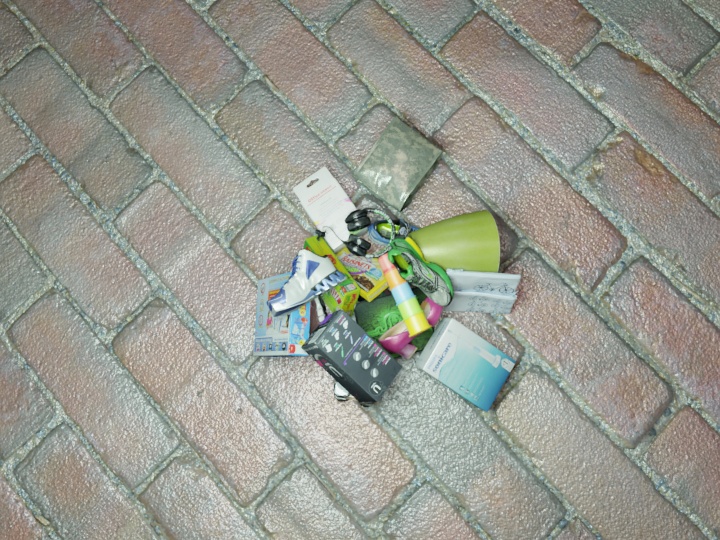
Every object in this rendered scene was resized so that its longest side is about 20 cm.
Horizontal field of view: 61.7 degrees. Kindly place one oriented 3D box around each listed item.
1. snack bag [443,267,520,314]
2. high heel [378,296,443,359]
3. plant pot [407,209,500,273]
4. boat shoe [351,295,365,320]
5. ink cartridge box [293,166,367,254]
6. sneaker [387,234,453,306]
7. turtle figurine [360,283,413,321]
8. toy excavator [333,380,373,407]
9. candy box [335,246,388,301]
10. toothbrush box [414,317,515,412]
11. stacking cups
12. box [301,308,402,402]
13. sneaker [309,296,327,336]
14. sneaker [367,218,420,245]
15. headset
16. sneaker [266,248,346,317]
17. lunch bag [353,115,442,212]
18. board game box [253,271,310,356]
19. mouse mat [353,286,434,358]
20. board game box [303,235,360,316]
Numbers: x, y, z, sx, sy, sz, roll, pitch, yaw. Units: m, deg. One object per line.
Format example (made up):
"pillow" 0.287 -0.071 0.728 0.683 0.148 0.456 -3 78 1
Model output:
"snack bag" 0.295 0.056 1.490 0.185 0.201 0.022 4 61 4
"high heel" 0.127 0.114 1.468 0.095 0.067 0.201 31 97 -28
"plant pot" 0.218 -0.051 1.497 0.197 0.187 0.190 -3 79 -8
"boat shoe" -0.015 0.089 1.562 0.072 0.065 0.203 14 81 5
"ink cartridge box" -0.081 -0.161 1.609 0.116 0.067 0.201 -34 81 -4
"sneaker" 0.134 0.014 1.406 0.200 0.085 0.078 43 129 -3
"turtle figurine" 0.084 0.083 1.544 0.198 0.100 0.151 -31 111 -16
"toy excavator" 0.034 0.241 1.525 0.191 0.100 0.203 11 72 3
"candy box" 0.000 0.000 1.532 0.102 0.027 0.199 -37 42 -18
"toothbrush box" 0.258 0.230 1.492 0.199 0.085 0.148 33 83 -8
"stacking cups" 0.103 0.054 1.433 0.060 0.061 0.202 -23 78 -1
"box" -0.022 0.201 1.393 0.200 0.122 0.106 43 67 -7
"sneaker" -0.131 0.162 1.559 0.114 0.076 0.202 -20 69 4
"sneaker" 0.117 -0.087 1.573 0.197 0.089 0.080 11 81 -1
"headset" -0.011 -0.095 1.515 0.197 0.094 0.126 0 88 11
"sneaker" -0.141 0.019 1.398 0.198 0.081 0.116 -28 82 -24
"lunch bag" 0.095 -0.269 1.595 0.163 0.118 0.201 37 79 7
"board game box" -0.196 0.114 1.505 0.055 0.199 0.199 9 78 -34
"mouse mat" 0.087 0.137 1.494 0.197 0.008 0.164 -14 98 -17
"board game box" -0.080 0.017 1.526 0.047 0.102 0.201 -18 55 -31
